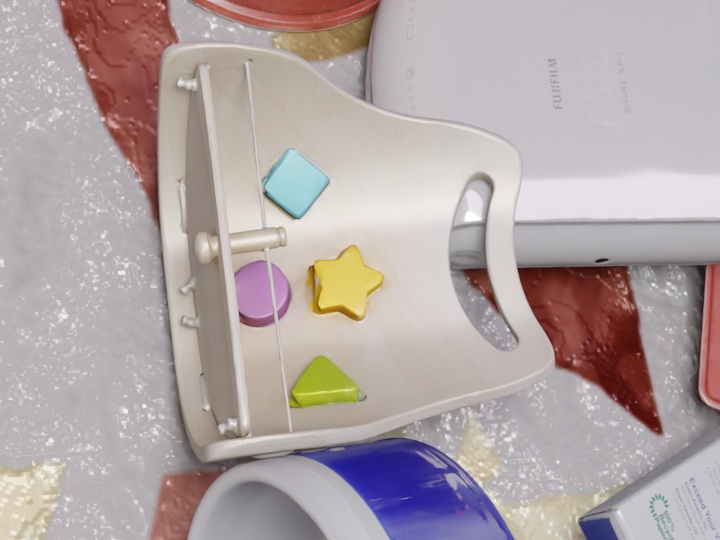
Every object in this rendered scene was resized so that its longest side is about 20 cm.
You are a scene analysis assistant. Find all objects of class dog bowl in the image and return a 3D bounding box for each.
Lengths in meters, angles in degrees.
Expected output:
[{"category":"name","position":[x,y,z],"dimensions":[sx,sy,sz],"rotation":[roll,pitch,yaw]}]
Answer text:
[{"category":"dog bowl","position":[0.001,0.175,0.993],"dimensions":[0.078,0.200,0.202],"rotation":[-10,72,-29]}]

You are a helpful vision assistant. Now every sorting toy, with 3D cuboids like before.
[{"category":"sorting toy","position":[0.000,0.000,1.103],"dimensions":[0.178,0.107,0.202],"rotation":[-3,69,-11]}]

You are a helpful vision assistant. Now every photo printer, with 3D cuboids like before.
[{"category":"photo printer","position":[0.102,-0.082,1.211],"dimensions":[0.198,0.070,0.168],"rotation":[0,67,-11]}]

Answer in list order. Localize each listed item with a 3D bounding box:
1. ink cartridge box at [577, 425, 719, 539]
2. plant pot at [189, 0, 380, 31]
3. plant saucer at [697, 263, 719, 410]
[{"category":"ink cartridge box","position":[0.227,0.167,1.172],"dimensions":[0.199,0.043,0.198],"rotation":[-27,92,-33]},{"category":"plant pot","position":[-0.016,-0.255,1.176],"dimensions":[0.199,0.195,0.202],"rotation":[9,65,-20]},{"category":"plant saucer","position":[0.270,0.013,1.280],"dimensions":[0.198,0.037,0.201],"rotation":[17,62,-17]}]
